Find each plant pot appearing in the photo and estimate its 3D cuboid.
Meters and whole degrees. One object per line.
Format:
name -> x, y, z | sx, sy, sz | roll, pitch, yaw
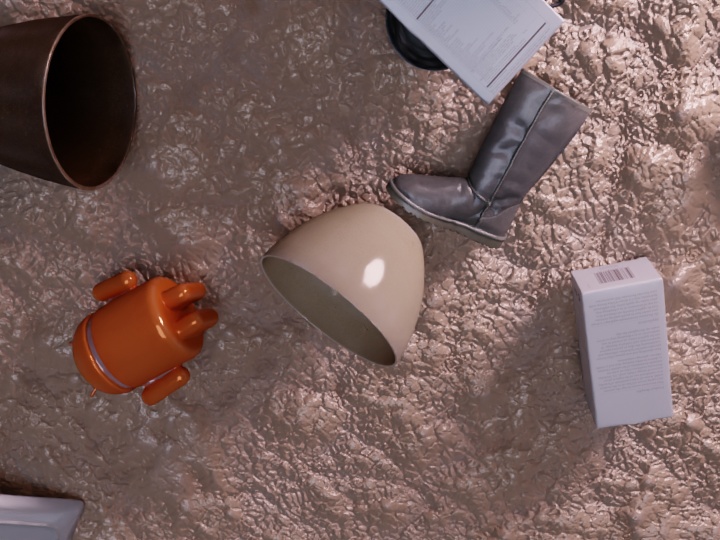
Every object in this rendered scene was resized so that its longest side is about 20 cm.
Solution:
plant pot -> -0.384, -0.191, 0.901 | 0.198, 0.187, 0.189 | 6, 114, 12
plant pot -> 0.000, 0.000, 0.966 | 0.200, 0.200, 0.135 | 44, 72, -15

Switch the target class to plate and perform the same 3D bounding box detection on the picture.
plate -> -0.530, 0.413, 1.194 | 0.199, 0.032, 0.201 | 13, 115, -28

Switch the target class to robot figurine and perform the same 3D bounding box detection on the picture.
robot figurine -> -0.282, 0.083, 1.037 | 0.199, 0.117, 0.144 | -28, 124, 12

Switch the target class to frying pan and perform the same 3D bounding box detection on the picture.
frying pan -> 0.117, -0.301, 0.900 | 0.189, 0.031, 0.115 | -29, 108, 11

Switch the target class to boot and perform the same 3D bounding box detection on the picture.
boot -> 0.147, -0.140, 0.947 | 0.181, 0.073, 0.201 | 18, 120, -20

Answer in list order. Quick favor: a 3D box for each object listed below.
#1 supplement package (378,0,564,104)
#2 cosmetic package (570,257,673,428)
supplement package -> 0.094, -0.286, 0.835 | 0.200, 0.110, 0.114 | 41, 106, -10
cosmetic package -> 0.334, 0.094, 1.038 | 0.100, 0.071, 0.202 | -10, 112, 6
